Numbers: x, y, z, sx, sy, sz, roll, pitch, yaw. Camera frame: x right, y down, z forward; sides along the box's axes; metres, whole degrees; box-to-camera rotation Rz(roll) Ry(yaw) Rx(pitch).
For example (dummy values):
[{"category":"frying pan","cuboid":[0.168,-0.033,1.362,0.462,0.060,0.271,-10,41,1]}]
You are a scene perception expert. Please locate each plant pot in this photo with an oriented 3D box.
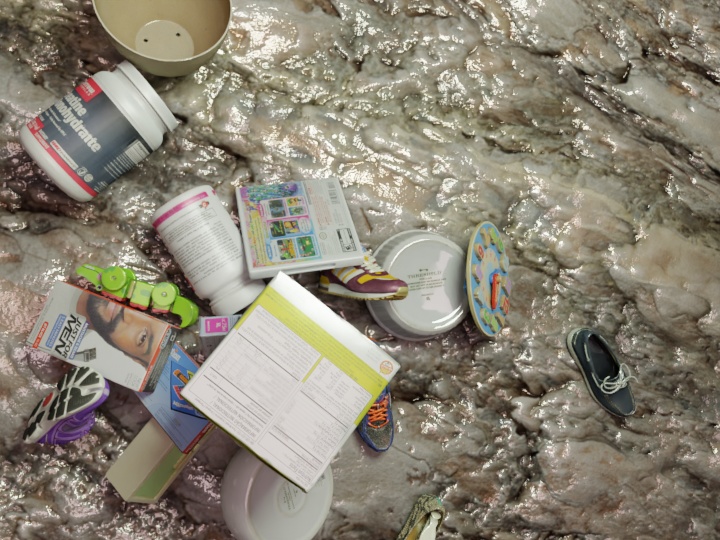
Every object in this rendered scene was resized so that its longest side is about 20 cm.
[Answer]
[{"category":"plant pot","cuboid":[-0.312,-0.391,0.936,0.199,0.134,0.201,4,77,-18]}]

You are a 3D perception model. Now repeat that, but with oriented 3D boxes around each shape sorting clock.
[{"category":"shape sorting clock","cuboid":[0.227,0.014,1.023,0.039,0.200,0.201,0,88,28]}]

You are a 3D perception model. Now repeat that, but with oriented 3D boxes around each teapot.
[{"category":"teapot","cuboid":[-0.152,0.347,0.952,0.197,0.146,0.201,34,66,-35]}]

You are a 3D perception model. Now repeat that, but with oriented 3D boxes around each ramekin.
[{"category":"ramekin","cuboid":[0.109,0.026,1.033,0.201,0.094,0.203,0,89,-11]}]

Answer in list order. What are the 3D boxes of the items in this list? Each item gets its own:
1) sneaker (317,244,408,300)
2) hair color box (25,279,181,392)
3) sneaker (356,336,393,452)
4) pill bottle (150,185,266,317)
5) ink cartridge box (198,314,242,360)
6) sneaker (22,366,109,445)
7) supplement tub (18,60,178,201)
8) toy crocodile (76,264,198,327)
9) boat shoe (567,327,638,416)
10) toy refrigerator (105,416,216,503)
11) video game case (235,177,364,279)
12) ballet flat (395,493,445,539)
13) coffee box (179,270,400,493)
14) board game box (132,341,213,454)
[{"category":"sneaker","cuboid":[0.000,0.000,0.966,0.075,0.200,0.091,5,90,-44]},{"category":"hair color box","cuboid":[-0.399,0.103,0.918,0.199,0.064,0.111,20,80,7]},{"category":"sneaker","cuboid":[0.020,0.218,1.018,0.075,0.078,0.201,-11,90,-10]},{"category":"pill bottle","cuboid":[-0.241,-0.026,0.957,0.113,0.113,0.200,-32,94,-10]},{"category":"ink cartridge box","cuboid":[-0.158,0.111,0.968,0.199,0.119,0.042,-2,58,-10]},{"category":"sneaker","cuboid":[-0.435,0.212,0.901,0.083,0.200,0.081,30,41,-36]},{"category":"supplement tub","cuboid":[-0.404,-0.217,0.918,0.200,0.140,0.140,-41,96,-9]},{"category":"toy crocodile","cuboid":[-0.360,0.036,0.956,0.199,0.067,0.062,20,85,-10]},{"category":"boat shoe","cuboid":[0.469,0.195,1.114,0.075,0.062,0.200,-30,94,-12]},{"category":"toy refrigerator","cuboid":[-0.302,0.272,0.944,0.070,0.076,0.200,34,80,29]},{"category":"video game case","cuboid":[-0.105,-0.076,0.969,0.181,0.024,0.200,-8,50,-12]},{"category":"ballet flat","cuboid":[0.090,0.491,1.025,0.068,0.075,0.200,30,83,-10]},{"category":"coffee box","cuboid":[-0.103,0.147,0.807,0.200,0.200,0.198,39,75,-5]},{"category":"board game box","cuboid":[-0.298,0.182,0.930,0.200,0.019,0.103,38,84,29]}]
